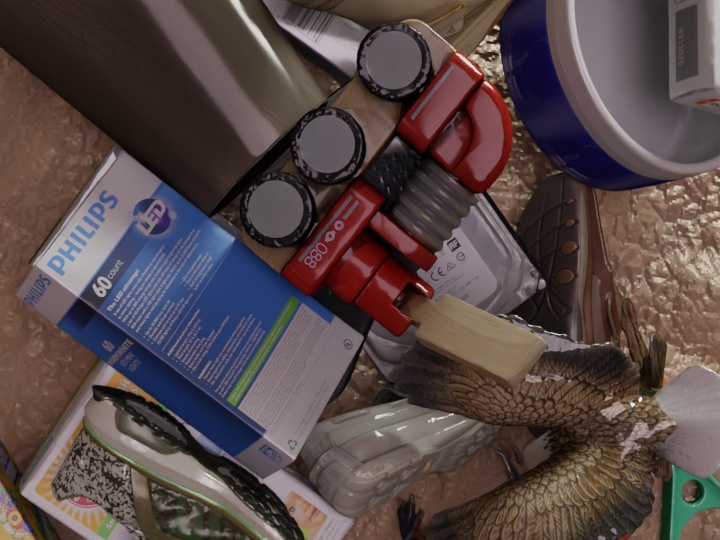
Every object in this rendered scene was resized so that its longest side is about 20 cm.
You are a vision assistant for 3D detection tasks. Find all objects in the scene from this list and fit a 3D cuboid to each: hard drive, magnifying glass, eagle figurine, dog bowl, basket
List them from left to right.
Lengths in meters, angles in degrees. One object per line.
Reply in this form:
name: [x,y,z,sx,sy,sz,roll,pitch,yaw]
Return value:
basket: [-0.126,-0.147,0.874,0.200,0.136,0.180,46,118,-2]
hard drive: [0.022,-0.033,0.957,0.139,0.038,0.201,-34,97,11]
eagle figurine: [0.133,0.111,0.879,0.198,0.152,0.153,-5,128,-34]
dog bowl: [0.197,-0.161,0.962,0.198,0.078,0.204,5,80,-33]
magnifying glass: [0.254,0.164,1.042,0.079,0.022,0.203,-23,95,-11]

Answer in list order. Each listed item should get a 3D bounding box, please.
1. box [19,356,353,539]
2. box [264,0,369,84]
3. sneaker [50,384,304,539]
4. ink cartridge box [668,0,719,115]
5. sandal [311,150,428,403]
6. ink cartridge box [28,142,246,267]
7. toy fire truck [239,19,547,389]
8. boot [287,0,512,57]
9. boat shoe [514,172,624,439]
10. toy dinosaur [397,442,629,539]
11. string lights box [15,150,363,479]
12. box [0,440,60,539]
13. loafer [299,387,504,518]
box: [-0.121,0.153,0.917,0.199,0.101,0.113,37,83,-10]
box: [-0.018,-0.263,0.967,0.155,0.041,0.202,33,85,-12]
sneaker: [-0.109,0.160,0.840,0.199,0.077,0.089,39,95,-5]
ink cartridge box: [0.304,-0.184,0.961,0.197,0.050,0.165,7,79,-30]
sandal: [-0.001,0.000,0.930,0.076,0.043,0.201,35,107,7]
ink cartridge box: [-0.120,0.012,0.937,0.199,0.059,0.104,37,83,-10]
toy fire truck: [0.044,-0.032,0.831,0.199,0.129,0.177,40,94,1]
boot: [0.051,-0.234,0.884,0.154,0.073,0.200,17,126,-38]
boat shoe: [0.160,0.029,1.000,0.071,0.075,0.204,-1,94,-37]
toy dinosaur: [0.116,0.204,1.004,0.179,0.106,0.202,7,126,-25]
string lights box: [-0.107,0.029,0.859,0.199,0.059,0.103,38,58,-9]
box: [-0.279,0.247,0.874,0.198,0.122,0.194,-32,96,-10]
loafer: [0.039,0.109,0.942,0.199,0.070,0.070,-13,53,-47]
